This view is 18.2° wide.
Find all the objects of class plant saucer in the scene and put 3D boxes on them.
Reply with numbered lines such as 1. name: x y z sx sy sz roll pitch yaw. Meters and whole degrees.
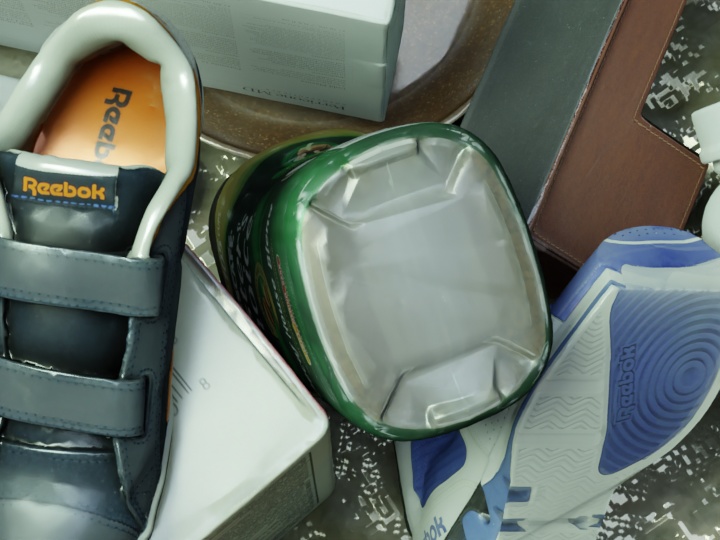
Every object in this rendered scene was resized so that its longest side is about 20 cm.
1. plant saucer: -0.020 -0.138 0.963 0.199 0.037 0.201 0 80 0

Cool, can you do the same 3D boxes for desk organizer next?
1. desk organizer: 0.108 -0.089 0.924 0.077 0.072 0.201 29 79 -32

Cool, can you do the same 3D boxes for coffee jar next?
1. coffee jar: 0.000 0.000 0.835 0.085 0.200 0.105 -20 96 -10

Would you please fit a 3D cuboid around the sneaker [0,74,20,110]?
1. sneaker: -0.170 -0.051 0.906 0.199 0.115 0.075 6 80 1

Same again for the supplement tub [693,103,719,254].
1. supplement tub: 0.217 0.015 0.861 0.145 0.145 0.201 -19 90 -4

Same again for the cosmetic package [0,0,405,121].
1. cosmetic package: -0.082 -0.115 0.865 0.199 0.151 0.052 12 78 1

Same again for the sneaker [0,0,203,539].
1. sneaker: -0.094 0.009 0.713 0.078 0.079 0.201 6 78 1

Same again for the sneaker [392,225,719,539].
1. sneaker: 0.060 0.054 0.877 0.080 0.200 0.115 6 34 -29

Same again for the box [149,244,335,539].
1. box: -0.089 0.070 0.842 0.128 0.200 0.109 -39 82 -8
